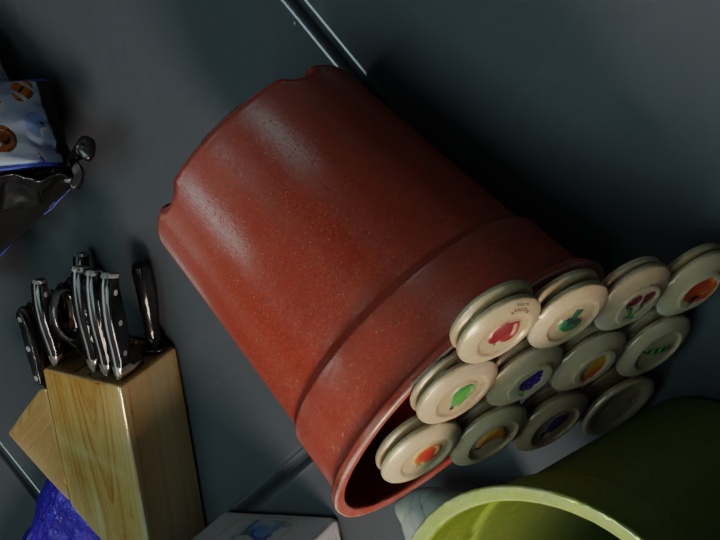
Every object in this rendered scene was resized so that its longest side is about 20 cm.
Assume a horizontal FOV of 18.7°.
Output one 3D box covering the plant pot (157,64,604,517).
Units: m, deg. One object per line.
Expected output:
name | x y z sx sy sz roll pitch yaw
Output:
plant pot | 0.000 0.000 1.244 0.195 0.200 0.201 47 133 18

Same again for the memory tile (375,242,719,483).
memory tile | 0.106 0.051 1.178 0.017 0.199 0.154 54 135 27

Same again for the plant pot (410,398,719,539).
plant pot | 0.155 0.163 1.203 0.199 0.190 0.201 18 124 29

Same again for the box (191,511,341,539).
box | -0.096 0.256 1.434 0.101 0.200 0.113 -2 112 38

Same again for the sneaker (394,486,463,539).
sneaker | 0.074 0.220 1.387 0.092 0.076 0.201 20 128 51

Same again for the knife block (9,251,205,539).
knife block | -0.156 0.089 1.483 0.200 0.064 0.176 48 133 6

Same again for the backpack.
backpack | -0.303 -0.064 1.429 0.200 0.190 0.154 -45 67 42

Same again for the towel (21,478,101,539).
towel | -0.201 0.242 1.610 0.148 0.050 0.200 41 131 13
